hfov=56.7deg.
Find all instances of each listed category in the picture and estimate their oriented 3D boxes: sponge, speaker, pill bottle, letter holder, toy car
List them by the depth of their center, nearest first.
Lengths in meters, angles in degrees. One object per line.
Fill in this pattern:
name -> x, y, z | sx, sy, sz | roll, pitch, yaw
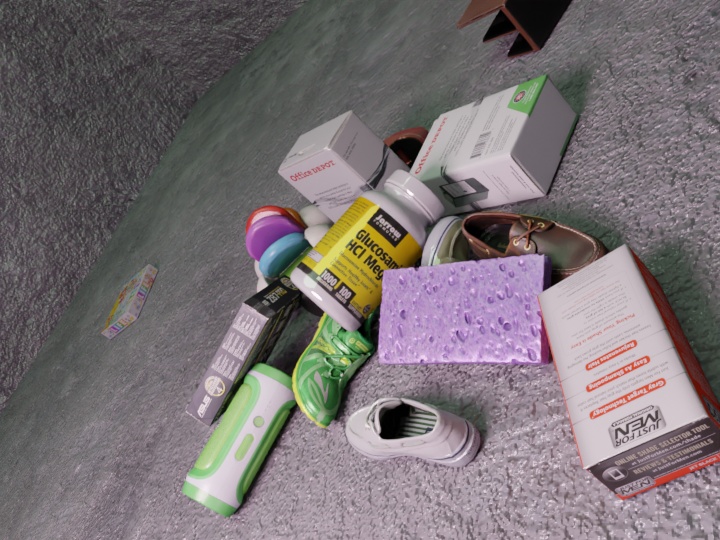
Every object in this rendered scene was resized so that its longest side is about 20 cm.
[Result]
sponge -> 0.109, 0.047, 0.728 | 0.200, 0.030, 0.112 | -6, 74, 37
pill bottle -> 0.013, -0.029, 0.860 | 0.200, 0.112, 0.112 | -49, 27, -5
speaker -> -0.163, 0.233, 0.930 | 0.088, 0.088, 0.200 | -4, 52, 55
letter holder -> 0.275, -0.469, 1.143 | 0.200, 0.101, 0.142 | -57, 26, -14
toy car -> -0.130, -0.042, 1.154 | 0.175, 0.150, 0.200 | -43, 28, 12

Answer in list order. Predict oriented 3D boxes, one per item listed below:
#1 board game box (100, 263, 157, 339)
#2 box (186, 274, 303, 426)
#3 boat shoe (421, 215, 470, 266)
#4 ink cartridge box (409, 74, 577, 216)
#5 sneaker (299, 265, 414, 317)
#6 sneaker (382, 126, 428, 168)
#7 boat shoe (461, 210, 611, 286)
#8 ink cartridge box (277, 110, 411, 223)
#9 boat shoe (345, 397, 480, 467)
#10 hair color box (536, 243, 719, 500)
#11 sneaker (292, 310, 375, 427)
board game box -> -0.660, 0.087, 1.913 | 0.134, 0.034, 0.200 | -33, 31, 29
box -> -0.166, 0.116, 0.993 | 0.200, 0.049, 0.161 | -60, -4, 20
boat shoe -> 0.110, 0.023, 0.817 | 0.062, 0.072, 0.200 | -3, 62, 38
ink cartridge box -> 0.176, -0.165, 0.921 | 0.200, 0.084, 0.146 | -7, 49, 53
sneaker -> 0.001, 0.000, 0.998 | 0.201, 0.067, 0.108 | -21, 37, 38
sneaker -> 0.045, -0.194, 1.193 | 0.200, 0.074, 0.087 | -22, 24, 36
boat shoe -> 0.188, -0.027, 0.749 | 0.070, 0.070, 0.200 | -55, 29, -12
ink cartridge box -> -0.005, -0.134, 1.026 | 0.147, 0.200, 0.083 | -10, 46, 51
boat shoe -> 0.040, 0.164, 0.729 | 0.200, 0.067, 0.074 | -13, 44, 50
hair color box -> 0.224, 0.078, 0.568 | 0.101, 0.061, 0.200 | -35, 30, 27
sneaker -> -0.031, 0.112, 0.894 | 0.084, 0.074, 0.200 | -28, 34, 43
